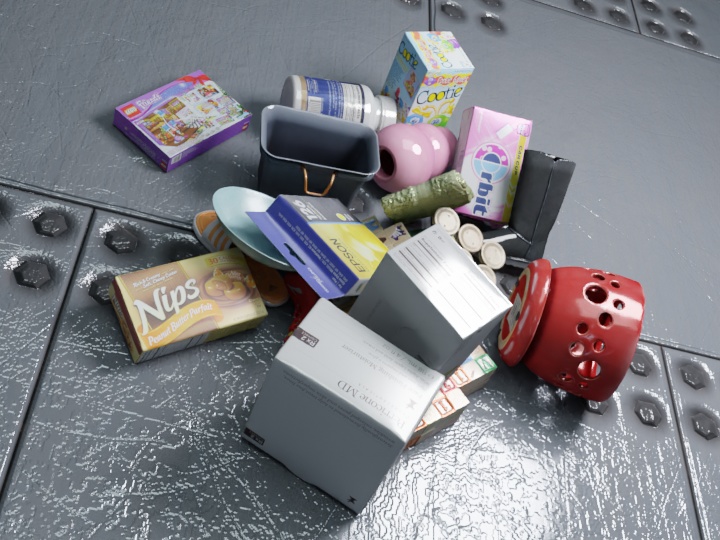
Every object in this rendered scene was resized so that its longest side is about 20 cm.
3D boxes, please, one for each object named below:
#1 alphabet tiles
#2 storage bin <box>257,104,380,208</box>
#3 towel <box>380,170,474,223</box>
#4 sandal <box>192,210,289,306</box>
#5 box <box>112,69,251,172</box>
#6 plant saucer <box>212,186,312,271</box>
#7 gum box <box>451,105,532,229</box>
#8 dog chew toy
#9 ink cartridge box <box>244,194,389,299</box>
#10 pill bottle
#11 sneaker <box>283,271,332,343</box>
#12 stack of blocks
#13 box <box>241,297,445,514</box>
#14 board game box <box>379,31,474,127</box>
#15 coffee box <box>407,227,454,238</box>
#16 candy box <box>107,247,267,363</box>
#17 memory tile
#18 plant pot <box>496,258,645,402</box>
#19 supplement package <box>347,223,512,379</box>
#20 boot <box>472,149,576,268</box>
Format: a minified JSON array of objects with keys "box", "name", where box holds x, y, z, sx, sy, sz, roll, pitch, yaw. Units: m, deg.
[{"box":[0.000,0.000,1.479,0.199,0.006,0.167,-25,62,-9],"name":"alphabet tiles"},{"box":[-0.082,-0.164,1.552,0.199,0.135,0.146,9,49,-15],"name":"storage bin"},{"box":[0.111,-0.118,1.542,0.147,0.200,0.037,-18,84,11],"name":"towel"},{"box":[-0.176,-0.035,1.454,0.079,0.059,0.207,-30,67,-39],"name":"sandal"},{"box":[-0.304,-0.261,1.607,0.137,0.039,0.200,42,49,14],"name":"box"},{"box":[-0.140,-0.052,1.411,0.200,0.039,0.201,27,24,-13],"name":"plant saucer"},{"box":[0.226,-0.181,1.673,0.113,0.066,0.202,12,90,-12],"name":"gum box"},{"box":[0.104,-0.211,1.684,0.199,0.125,0.125,-21,62,-44],"name":"dog chew toy"},{"box":[-0.044,-0.040,1.407,0.198,0.047,0.199,47,25,25],"name":"ink cartridge box"},{"box":[-0.041,-0.286,1.689,0.199,0.111,0.112,4,50,-19],"name":"pill bottle"},{"box":[-0.079,0.083,1.384,0.084,0.077,0.201,-17,61,-19],"name":"sneaker"},{"box":[0.109,0.173,1.395,0.199,0.059,0.115,-21,62,-35],"name":"stack of blocks"},{"box":[-0.026,0.182,1.235,0.198,0.201,0.131,32,46,6],"name":"box"},{"box":[0.112,-0.329,1.727,0.102,0.200,0.105,-8,55,-28],"name":"board game box"},{"box":[0.082,-0.008,1.548,0.199,0.044,0.123,-8,57,-28],"name":"coffee box"},{"box":[-0.247,0.047,1.343,0.199,0.055,0.116,-16,73,-32],"name":"candy box"},{"box":[0.153,0.008,1.523,0.153,0.017,0.201,33,62,-14],"name":"memory tile"},{"box":[0.326,0.084,1.467,0.181,0.201,0.201,20,47,-1],"name":"plant pot"},{"box":[0.084,0.067,1.290,0.111,0.200,0.156,-30,71,-38],"name":"supplement package"},{"box":[0.269,-0.113,1.610,0.164,0.201,0.066,11,16,-22],"name":"boot"}]
